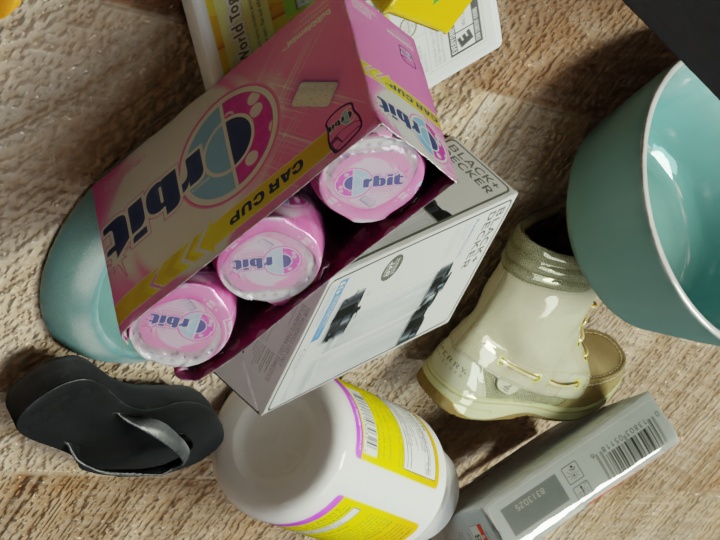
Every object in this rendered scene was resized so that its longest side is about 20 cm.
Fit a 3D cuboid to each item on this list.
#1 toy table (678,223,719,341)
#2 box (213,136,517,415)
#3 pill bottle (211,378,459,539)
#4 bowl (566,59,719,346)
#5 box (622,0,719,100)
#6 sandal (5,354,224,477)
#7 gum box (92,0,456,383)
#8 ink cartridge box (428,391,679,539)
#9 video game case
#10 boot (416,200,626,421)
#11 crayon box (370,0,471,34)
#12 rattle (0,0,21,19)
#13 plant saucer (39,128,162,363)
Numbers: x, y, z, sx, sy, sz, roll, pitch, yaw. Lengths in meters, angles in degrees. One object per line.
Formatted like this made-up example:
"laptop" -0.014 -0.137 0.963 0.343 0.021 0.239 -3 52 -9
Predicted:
"toy table" 0.295 -0.014 1.824 0.199 0.185 0.117 -12 150 21
"box" 0.000 0.000 1.574 0.200 0.060 0.117 -24 148 -51
"pill bottle" -0.009 0.132 1.734 0.104 0.104 0.200 -46 149 9
"bowl" 0.211 -0.037 1.710 0.105 0.202 0.200 -15 173 44
"box" 0.279 -0.170 1.572 0.182 0.200 0.104 -11 139 -40
"sandal" -0.148 0.102 1.583 0.076 0.043 0.200 -39 154 16
"gum box" -0.053 -0.042 1.371 0.200 0.114 0.066 -38 132 22
"ink cartridge box" 0.120 0.160 1.874 0.162 0.050 0.200 -32 178 -23
"video game case" -0.010 -0.156 1.413 0.182 0.023 0.200 -31 141 -16
"boot" 0.144 0.027 1.808 0.200 0.072 0.155 -2 130 -47
"crayon box" 0.017 -0.239 1.182 0.058 0.200 0.173 7 126 -52
"rattle" -0.261 -0.146 1.059 0.130 0.143 0.200 -35 162 30
"plant saucer" -0.096 -0.015 1.522 0.200 0.027 0.201 -29 149 -20
